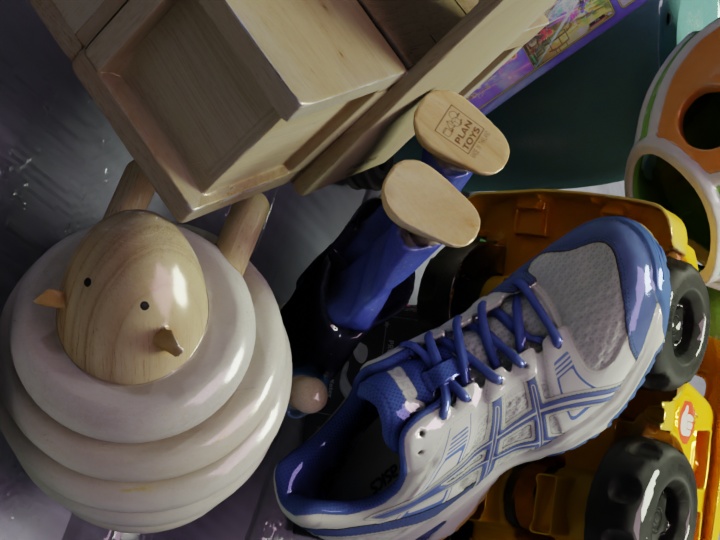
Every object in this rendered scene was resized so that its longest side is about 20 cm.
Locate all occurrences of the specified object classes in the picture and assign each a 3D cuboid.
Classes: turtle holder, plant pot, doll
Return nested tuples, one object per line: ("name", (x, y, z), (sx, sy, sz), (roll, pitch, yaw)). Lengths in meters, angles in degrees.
("turtle holder", (0.196, -0.050, 0.909), (0.131, 0.141, 0.186), (-32, 169, -21))
("plant pot", (0.120, -0.136, 1.012), (0.200, 0.160, 0.202), (-18, 112, -54))
("doll", (0.000, 0.000, 0.798), (0.048, 0.200, 0.137), (30, 54, -8))

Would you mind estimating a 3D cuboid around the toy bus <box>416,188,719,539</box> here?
("toy bus", (0.125, 0.072, 0.885), (0.192, 0.135, 0.201), (10, 86, -52))

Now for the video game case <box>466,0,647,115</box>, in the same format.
("video game case", (0.074, -0.191, 0.854), (0.200, 0.045, 0.182), (-35, 122, -2))

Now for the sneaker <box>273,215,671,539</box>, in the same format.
("sneaker", (0.047, 0.053, 0.774), (0.200, 0.075, 0.088), (-47, 147, 19))

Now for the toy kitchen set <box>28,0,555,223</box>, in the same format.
("toy kitchen set", (-0.014, -0.153, 0.732), (0.181, 0.163, 0.200), (55, 35, 7))

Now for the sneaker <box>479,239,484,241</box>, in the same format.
("sneaker", (0.128, -0.006, 1.149), (0.200, 0.076, 0.084), (46, 41, -54))

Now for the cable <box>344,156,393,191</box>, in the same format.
("cable", (-0.026, -0.122, 0.921), (0.200, 0.050, 0.098), (65, 26, -57))

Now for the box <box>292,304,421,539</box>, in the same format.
("box", (0.068, 0.089, 1.019), (0.200, 0.114, 0.133), (4, 93, -57))

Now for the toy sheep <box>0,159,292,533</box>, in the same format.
("toy sheep", (-0.089, 0.042, 0.758), (0.200, 0.137, 0.138), (90, 25, -57))
